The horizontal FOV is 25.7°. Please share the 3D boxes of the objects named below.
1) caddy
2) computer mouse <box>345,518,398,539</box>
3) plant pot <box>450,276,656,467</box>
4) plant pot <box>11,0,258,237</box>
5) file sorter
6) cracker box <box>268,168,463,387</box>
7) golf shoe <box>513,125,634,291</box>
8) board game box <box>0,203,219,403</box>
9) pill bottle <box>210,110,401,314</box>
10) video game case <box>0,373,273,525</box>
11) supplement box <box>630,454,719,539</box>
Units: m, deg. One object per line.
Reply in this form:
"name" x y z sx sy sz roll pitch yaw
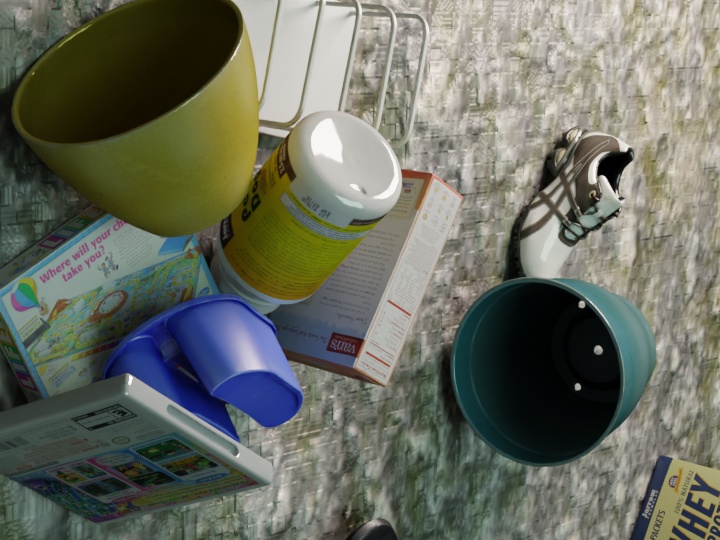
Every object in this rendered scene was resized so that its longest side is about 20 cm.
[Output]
"caddy" -0.138 0.090 1.371 0.141 0.105 0.200 -32 156 5
"computer mouse" -0.009 0.354 1.638 0.140 0.046 0.200 -36 127 -29
"plant pot" 0.230 0.096 1.726 0.188 0.200 0.201 -12 107 -58
"plant pot" -0.162 -0.111 1.283 0.200 0.200 0.142 -48 133 -27
"file sorter" -0.050 -0.189 1.425 0.200 0.124 0.139 8 93 -46
"cracker box" 0.000 0.000 1.505 0.058 0.134 0.200 34 75 -44
"golf shoe" 0.239 -0.066 1.760 0.078 0.094 0.200 29 79 -45
"board game box" -0.222 0.019 1.358 0.200 0.034 0.135 -39 124 -33
"pill bottle" -0.056 -0.044 1.393 0.109 0.200 0.109 19 48 -23
"video game case" -0.204 0.152 1.296 0.182 0.200 0.024 39 45 -42
"supplement box" 0.490 0.346 2.017 0.200 0.199 0.135 31 77 -44
